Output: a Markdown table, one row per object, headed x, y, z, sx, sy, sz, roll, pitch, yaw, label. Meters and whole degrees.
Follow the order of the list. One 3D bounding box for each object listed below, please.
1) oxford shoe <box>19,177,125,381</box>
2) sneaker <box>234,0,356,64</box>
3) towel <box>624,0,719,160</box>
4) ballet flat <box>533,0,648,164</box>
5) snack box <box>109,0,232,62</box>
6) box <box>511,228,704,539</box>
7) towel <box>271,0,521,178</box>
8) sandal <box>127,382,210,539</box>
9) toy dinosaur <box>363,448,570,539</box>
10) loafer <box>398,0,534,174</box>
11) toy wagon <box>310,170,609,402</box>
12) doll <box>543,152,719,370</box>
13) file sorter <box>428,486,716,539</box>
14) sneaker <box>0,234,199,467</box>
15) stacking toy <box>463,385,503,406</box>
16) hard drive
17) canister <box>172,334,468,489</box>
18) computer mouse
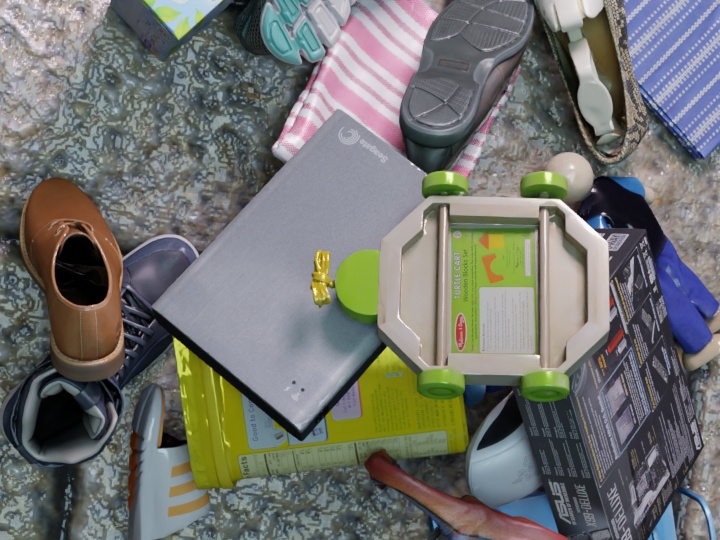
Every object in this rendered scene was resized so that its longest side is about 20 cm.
| x | y | z | sx | sy | sz | roll | pitch | yaw | label |
| --- | --- | --- | --- | --- | --- | --- | --- | --- | --- |
| -0.201 | -0.013 | 1.368 | 0.071 | 0.200 | 0.072 | -8 | 130 | -16 | oxford shoe |
| -0.024 | -0.230 | 1.446 | 0.200 | 0.091 | 0.078 | -45 | 112 | -25 | sneaker |
| 0.253 | -0.206 | 1.539 | 0.145 | 0.024 | 0.200 | -46 | 103 | -8 | towel |
| 0.173 | -0.173 | 1.474 | 0.067 | 0.075 | 0.201 | -12 | 111 | 22 | ballet flat |
| -0.086 | -0.245 | 1.386 | 0.200 | 0.169 | 0.068 | -42 | 97 | -6 | snack box |
| 0.180 | 0.095 | 1.399 | 0.158 | 0.050 | 0.201 | -48 | 128 | -43 | box |
| 0.030 | -0.120 | 1.447 | 0.146 | 0.030 | 0.201 | 34 | 57 | -12 | towel |
| -0.144 | 0.185 | 1.451 | 0.059 | 0.079 | 0.208 | 1 | 102 | -12 | sandal |
| 0.092 | 0.179 | 1.353 | 0.199 | 0.105 | 0.182 | -32 | 111 | 12 | toy dinosaur |
| 0.075 | -0.140 | 1.435 | 0.071 | 0.200 | 0.063 | 18 | 134 | 14 | loafer |
| 0.066 | 0.010 | 1.290 | 0.199 | 0.040 | 0.156 | 1 | 67 | 4 | toy wagon |
| 0.215 | -0.014 | 1.501 | 0.048 | 0.137 | 0.200 | -31 | 109 | 35 | doll |
| 0.172 | 0.249 | 1.495 | 0.199 | 0.123 | 0.140 | -10 | 96 | -12 | file sorter |
| -0.180 | 0.060 | 1.398 | 0.077 | 0.146 | 0.203 | 40 | 83 | -10 | sneaker |
| 0.115 | 0.051 | 1.495 | 0.199 | 0.085 | 0.086 | -23 | 98 | -14 | stacking toy |
| -0.027 | 0.000 | 1.337 | 0.139 | 0.033 | 0.200 | 38 | 73 | 16 | hard drive |
| -0.028 | 0.073 | 1.392 | 0.199 | 0.087 | 0.150 | -7 | 99 | 2 | canister |
| 0.145 | 0.105 | 1.427 | 0.200 | 0.044 | 0.110 | -48 | 135 | -36 | computer mouse |
